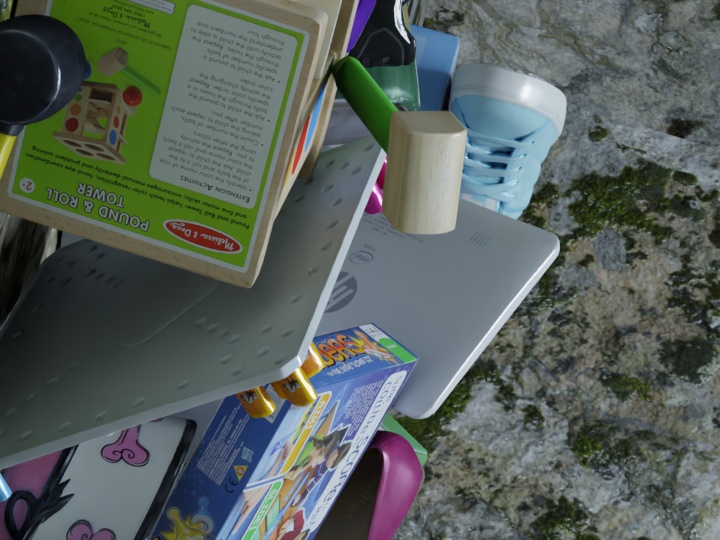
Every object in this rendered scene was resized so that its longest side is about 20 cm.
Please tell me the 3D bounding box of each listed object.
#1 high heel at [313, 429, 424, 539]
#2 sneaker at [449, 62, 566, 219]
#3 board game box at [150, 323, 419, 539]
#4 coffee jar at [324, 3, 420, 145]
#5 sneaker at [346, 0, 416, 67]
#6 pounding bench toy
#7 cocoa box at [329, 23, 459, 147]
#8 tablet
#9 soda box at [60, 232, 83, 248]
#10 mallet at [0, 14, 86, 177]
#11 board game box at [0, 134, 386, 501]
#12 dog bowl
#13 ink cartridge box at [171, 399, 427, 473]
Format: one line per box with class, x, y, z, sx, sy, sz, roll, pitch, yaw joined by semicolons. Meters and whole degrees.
high heel;-0.035;0.173;1.292;0.201;0.067;0.096;-61;165;-4
sneaker;0.081;-0.062;1.458;0.200;0.073;0.083;85;16;-74
board game box;-0.057;0.124;1.210;0.201;0.034;0.135;-60;160;18
coffee jar;-0.022;-0.177;1.370;0.085;0.103;0.202;88;-1;-75
sneaker;0.025;-0.199;1.285;0.070;0.099;0.202;109;-2;-82
pounding bench toy;-0.041;-0.083;1.054;0.156;0.199;0.125;-65;172;-65
cocoa box;-0.029;-0.047;1.462;0.131;0.132;0.201;97;9;-66
tablet;0.000;0.000;1.314;0.130;0.199;0.014;-50;137;-19
soda box;-0.125;0.002;1.289;0.068;0.063;0.201;-70;176;-45
mallet;-0.157;-0.010;0.960;0.066;0.041;0.201;-72;-177;-72
board game box;-0.087;0.024;1.094;0.026;0.199;0.200;60;26;-23
dog bowl;-0.155;0.146;1.153;0.201;0.073;0.200;-63;-175;9
ink cartridge box;-0.071;0.123;1.345;0.145;0.084;0.200;-52;153;9
